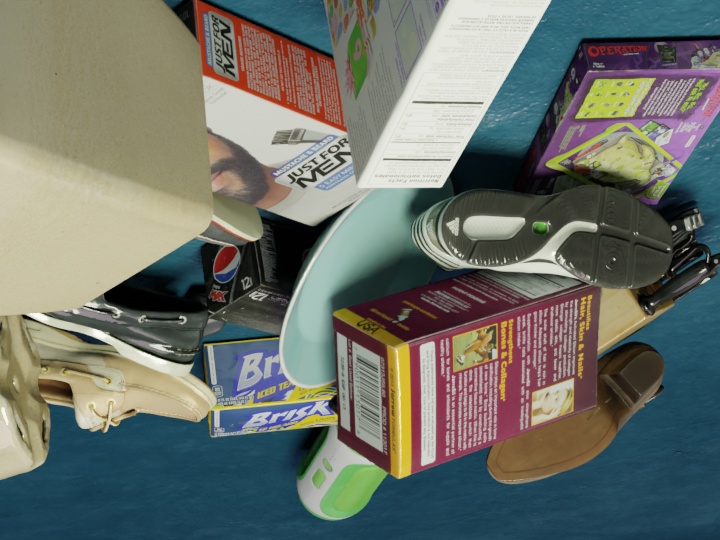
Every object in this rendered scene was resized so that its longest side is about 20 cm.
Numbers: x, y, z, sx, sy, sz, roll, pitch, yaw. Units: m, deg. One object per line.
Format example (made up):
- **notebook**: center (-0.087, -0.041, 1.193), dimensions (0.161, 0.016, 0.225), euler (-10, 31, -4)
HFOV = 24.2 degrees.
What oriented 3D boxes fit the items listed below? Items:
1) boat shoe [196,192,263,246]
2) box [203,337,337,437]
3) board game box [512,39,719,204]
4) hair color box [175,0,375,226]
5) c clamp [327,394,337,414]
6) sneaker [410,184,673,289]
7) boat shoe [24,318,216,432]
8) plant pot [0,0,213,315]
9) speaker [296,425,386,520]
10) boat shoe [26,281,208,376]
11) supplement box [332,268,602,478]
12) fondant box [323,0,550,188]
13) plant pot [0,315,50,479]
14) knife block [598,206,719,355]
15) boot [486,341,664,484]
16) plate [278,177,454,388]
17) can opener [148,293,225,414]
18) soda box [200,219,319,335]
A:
- **boat shoe**: center (-0.152, -0.060, 1.165), dimensions (0.063, 0.071, 0.200), euler (-40, 137, 23)
- **box**: center (-0.042, 0.100, 1.531), dimensions (0.200, 0.070, 0.064), euler (-5, 152, -8)
- **board game box**: center (0.194, -0.104, 1.241), dimensions (0.120, 0.032, 0.200), euler (1, 153, -11)
- **hair color box**: center (-0.068, -0.100, 1.127), dimensions (0.200, 0.064, 0.111), euler (19, 144, -42)
- **c clamp**: center (0.046, 0.075, 1.425), dimensions (0.171, 0.027, 0.200), euler (-27, -177, 0)
- **sneaker**: center (0.133, -0.030, 1.291), dimensions (0.200, 0.076, 0.115), euler (7, 179, -22)
- **boat shoe**: center (-0.219, 0.099, 1.392), dimensions (0.200, 0.069, 0.074), euler (14, 153, 15)
- **plant pot**: center (-0.196, -0.082, 0.962), dimensions (0.200, 0.200, 0.177), euler (-29, 146, 35)
- **speaker**: center (-0.007, 0.185, 1.699), dimensions (0.088, 0.089, 0.200), euler (0, 153, -17)
- **boat shoe**: center (-0.207, 0.015, 1.310), dimensions (0.199, 0.075, 0.066), euler (27, 104, -18)
- **supplement box**: center (0.084, 0.069, 1.295), dimensions (0.200, 0.086, 0.110), euler (-16, 116, -32)
- **fondant box**: center (0.037, -0.157, 0.951), dimensions (0.058, 0.144, 0.200), euler (-1, 153, -18)
- **plant pot**: center (-0.347, 0.106, 1.305), dimensions (0.183, 0.201, 0.200), euler (-12, 154, 2)
- **knife block**: center (0.204, 0.025, 1.393), dimensions (0.200, 0.064, 0.176), euler (-29, 170, -14)
- **boot**: center (0.183, 0.128, 1.457), dimensions (0.200, 0.070, 0.146), euler (-30, 173, -12)
- **plate**: center (0.000, 0.000, 1.284), dimensions (0.200, 0.026, 0.200), euler (-40, 151, -28)
- **can opener**: center (-0.167, 0.080, 1.459), dimensions (0.079, 0.063, 0.200), euler (2, 152, -20)
- **soda box**: center (-0.032, 0.018, 1.376), dimensions (0.200, 0.063, 0.071), euler (17, 145, -41)
